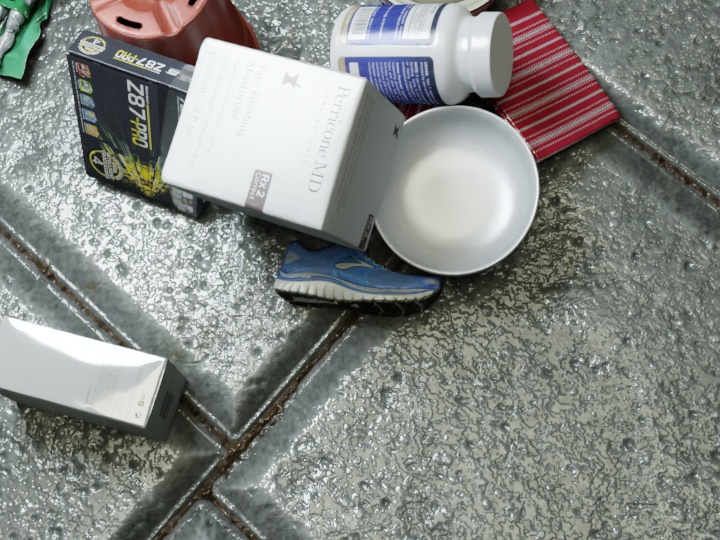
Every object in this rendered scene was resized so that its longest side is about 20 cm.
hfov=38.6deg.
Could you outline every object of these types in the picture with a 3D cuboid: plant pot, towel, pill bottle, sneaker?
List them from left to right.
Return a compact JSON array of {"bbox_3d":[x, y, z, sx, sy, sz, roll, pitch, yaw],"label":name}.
[{"bbox_3d":[-0.233,-0.299,1.250,0.197,0.196,0.204,-1,72,3],"label":"plant pot"},{"bbox_3d":[0.000,0.000,1.205,0.197,0.079,0.091,8,76,6],"label":"sneaker"},{"bbox_3d":[0.067,-0.140,1.274,0.197,0.023,0.146,17,77,10],"label":"towel"},{"bbox_3d":[0.073,-0.254,1.212,0.197,0.116,0.117,6,72,25],"label":"pill bottle"},{"bbox_3d":[0.212,-0.238,1.276,0.143,0.023,0.201,-28,74,-20],"label":"towel"}]

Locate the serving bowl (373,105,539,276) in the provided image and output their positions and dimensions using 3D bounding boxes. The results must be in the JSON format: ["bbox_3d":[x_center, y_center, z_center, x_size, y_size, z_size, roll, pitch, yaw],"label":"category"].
[{"bbox_3d":[0.110,-0.087,1.209,0.197,0.066,0.203,-2,77,7],"label":"serving bowl"}]

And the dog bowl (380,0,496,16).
[{"bbox_3d":[0.101,-0.397,1.325,0.197,0.074,0.203,-1,74,3],"label":"dog bowl"}]

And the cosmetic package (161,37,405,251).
[{"bbox_3d":[-0.079,-0.135,1.135,0.197,0.165,0.167,17,89,19],"label":"cosmetic package"}]

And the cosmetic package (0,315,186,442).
[{"bbox_3d":[-0.312,0.126,1.170,0.197,0.108,0.086,15,74,6],"label":"cosmetic package"}]

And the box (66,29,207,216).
[{"bbox_3d":[-0.255,-0.169,1.210,0.159,0.201,0.049,19,51,7],"label":"box"}]

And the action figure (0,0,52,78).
[{"bbox_3d":[-0.452,-0.355,1.357,0.117,0.055,0.202,19,71,12],"label":"action figure"}]
